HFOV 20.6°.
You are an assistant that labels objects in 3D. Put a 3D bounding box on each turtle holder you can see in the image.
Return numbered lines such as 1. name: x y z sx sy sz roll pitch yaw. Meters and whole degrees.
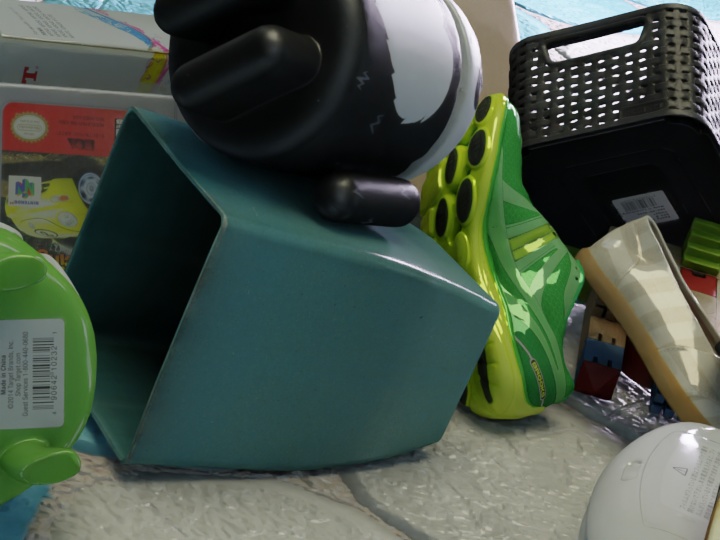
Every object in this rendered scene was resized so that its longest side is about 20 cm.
1. turtle holder: -0.216 0.048 0.905 0.185 0.141 0.132 -31 18 -8

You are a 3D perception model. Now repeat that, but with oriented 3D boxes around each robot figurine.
1. robot figurine: -0.018 -0.110 1.038 0.125 0.150 0.200 23 8 33

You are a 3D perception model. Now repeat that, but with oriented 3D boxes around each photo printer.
1. photo printer: 0.211 0.154 1.007 0.200 0.069 0.166 21 25 10

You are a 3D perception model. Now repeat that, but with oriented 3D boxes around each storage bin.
1. storage bin: 0.191 -0.074 1.326 0.135 0.200 0.094 -11 56 24

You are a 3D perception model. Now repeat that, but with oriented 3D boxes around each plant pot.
1. plant pot: -0.038 0.022 1.064 0.200 0.141 0.141 12 21 -32

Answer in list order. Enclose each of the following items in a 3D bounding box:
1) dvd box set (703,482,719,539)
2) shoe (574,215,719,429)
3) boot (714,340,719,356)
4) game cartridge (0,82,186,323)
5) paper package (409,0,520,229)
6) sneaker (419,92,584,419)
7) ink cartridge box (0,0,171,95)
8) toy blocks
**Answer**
1. dvd box set: 0.215 0.176 0.890 0.146 0.029 0.200 18 50 8
2. shoe: 0.199 0.053 1.171 0.200 0.053 0.070 58 10 24
3. boot: 0.293 0.083 1.163 0.151 0.073 0.200 61 27 11
4. game cartridge: -0.164 -0.036 1.113 0.200 0.133 0.041 1 3 -32
5. paper package: 0.016 -0.125 1.344 0.191 0.200 0.103 0 -13 -34
6. sneaker: 0.088 -0.007 1.195 0.084 0.200 0.074 5 -17 -33
7. ink cartridge box: -0.154 -0.081 1.204 0.200 0.146 0.083 3 25 -32
8. toy blocks: 0.220 0.047 1.268 0.200 0.100 0.137 16 33 1
